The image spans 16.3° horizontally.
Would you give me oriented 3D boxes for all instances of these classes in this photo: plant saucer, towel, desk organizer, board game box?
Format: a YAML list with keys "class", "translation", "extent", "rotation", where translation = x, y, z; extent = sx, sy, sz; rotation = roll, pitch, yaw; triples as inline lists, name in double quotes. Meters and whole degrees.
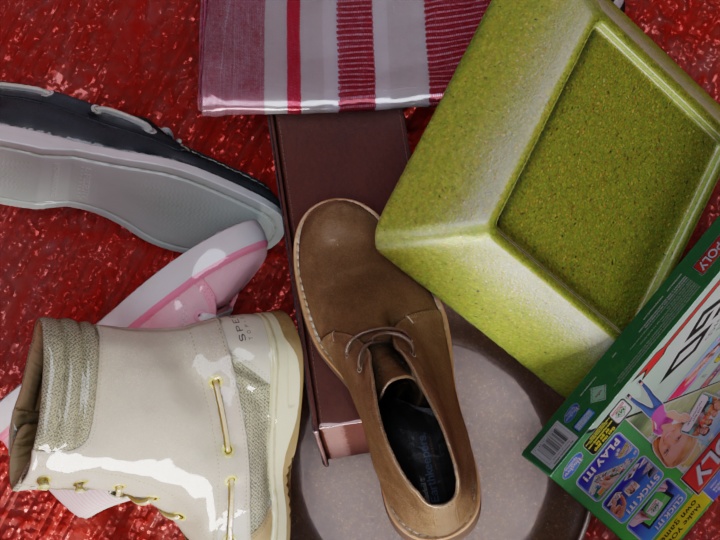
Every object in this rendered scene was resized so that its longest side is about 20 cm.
- class: "plant saucer"
  translation: [0.037, 0.113, 1.454]
  extent: [0.200, 0.037, 0.201]
  rotation: [0, 88, 1]
- class: "towel"
  translation: [0.007, -0.147, 1.435]
  extent: [0.199, 0.023, 0.144]
  rotation: [-2, 50, 1]
- class: "desk organizer"
  translation: [0.000, 0.000, 1.413]
  extent: [0.077, 0.072, 0.201]
  rotation: [-9, 70, 1]
- class: "plant saucer"
  translation: [0.124, -0.050, 1.381]
  extent: [0.200, 0.048, 0.200]
  rotation: [37, 74, -38]
- class: "board game box"
  translation: [0.193, 0.060, 1.413]
  extent: [0.200, 0.135, 0.029]
  rotation: [-50, 45, -1]

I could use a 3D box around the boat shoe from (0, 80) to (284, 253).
- class: "boat shoe"
  translation: [-0.137, -0.063, 1.451]
  extent: [0.199, 0.076, 0.060]
  rotation: [17, 48, -12]

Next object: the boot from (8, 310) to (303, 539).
- class: "boot"
  translation: [-0.116, 0.119, 1.368]
  extent: [0.154, 0.072, 0.201]
  rotation: [0, 106, -22]

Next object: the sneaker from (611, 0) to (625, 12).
- class: "sneaker"
  translation: [0.119, -0.069, 1.458]
  extent: [0.083, 0.072, 0.201]
  rotation: [23, 89, -22]

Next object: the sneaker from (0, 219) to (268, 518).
- class: "sneaker"
  translation: [-0.111, 0.064, 1.436]
  extent: [0.200, 0.075, 0.105]
  rotation: [-39, 86, 11]

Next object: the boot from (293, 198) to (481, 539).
- class: "boot"
  translation: [0.016, 0.042, 1.321]
  extent: [0.073, 0.075, 0.200]
  rotation: [-20, 70, -3]
